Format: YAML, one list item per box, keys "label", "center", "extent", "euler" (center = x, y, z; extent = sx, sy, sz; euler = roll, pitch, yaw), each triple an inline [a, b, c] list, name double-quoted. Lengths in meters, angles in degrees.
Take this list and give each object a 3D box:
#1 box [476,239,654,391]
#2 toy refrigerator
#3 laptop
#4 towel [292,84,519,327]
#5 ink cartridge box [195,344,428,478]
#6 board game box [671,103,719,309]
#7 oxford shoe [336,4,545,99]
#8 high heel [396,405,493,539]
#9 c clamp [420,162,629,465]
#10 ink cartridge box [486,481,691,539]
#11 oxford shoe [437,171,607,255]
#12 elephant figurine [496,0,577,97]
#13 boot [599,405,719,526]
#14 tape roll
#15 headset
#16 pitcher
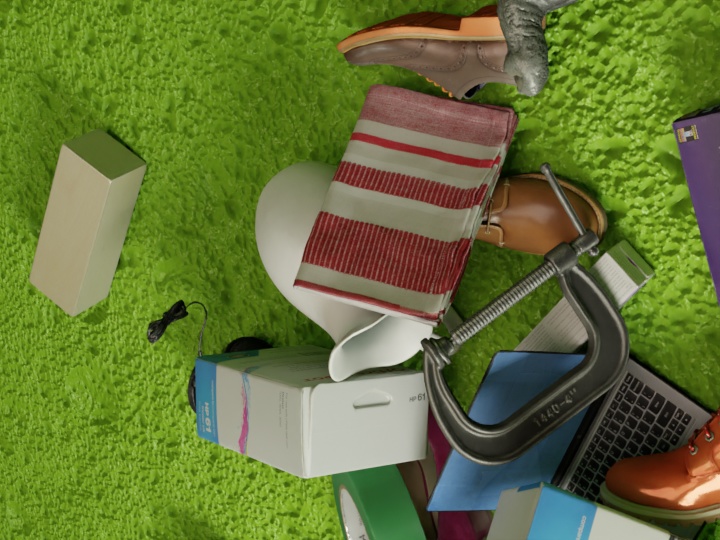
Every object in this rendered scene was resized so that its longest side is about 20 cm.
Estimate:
- label: "box"
  center: [0.172, 0.056, 1.012]
  extent: [0.041, 0.039, 0.201]
  euler: [47, 130, 14]
- label: "toy refrigerator"
  center: [-0.312, -0.054, 1.347]
  extent: [0.075, 0.070, 0.202]
  euler: [35, 126, 15]
- label: "laptop"
  center: [0.188, 0.175, 0.995]
  extent: [0.199, 0.115, 0.189]
  euler: [36, 127, 23]
- label: "towel"
  center: [0.037, -0.061, 0.988]
  extent: [0.142, 0.202, 0.023]
  euler: [13, 160, 25]
- label: "ink cartridge box"
  center: [-0.048, 0.128, 1.110]
  extent: [0.199, 0.143, 0.086]
  euler: [5, 97, 54]
- label: "board game box"
  center: [0.329, -0.033, 0.840]
  extent: [0.164, 0.056, 0.203]
  euler: [-12, 99, 40]
- label: "oxford shoe"
  center: [0.065, -0.178, 0.992]
  extent: [0.198, 0.071, 0.074]
  euler: [5, 115, 37]
- label: "high heel"
  center: [0.047, 0.193, 1.128]
  extent: [0.067, 0.095, 0.202]
  euler: [-34, 85, 42]
- label: "c clamp"
  center: [0.124, 0.046, 0.929]
  extent: [0.171, 0.199, 0.027]
  euler: [50, 172, -7]
- label: "ink cartridge box"
  center: [0.206, 0.244, 0.935]
  extent: [0.197, 0.085, 0.145]
  euler: [21, 166, 0]
- label: "oxford shoe"
  center: [0.112, -0.047, 1.003]
  extent: [0.198, 0.071, 0.073]
  euler: [12, 113, 34]
- label: "elephant figurine"
  center: [0.144, -0.261, 0.857]
  extent: [0.202, 0.140, 0.155]
  euler: [58, 146, 14]
- label: "boot"
  center: [0.279, 0.137, 0.915]
  extent: [0.197, 0.075, 0.109]
  euler: [-10, 102, 18]
- label: "tape roll"
  center: [0.025, 0.273, 1.138]
  extent: [0.200, 0.047, 0.204]
  euler: [163, 91, -78]
- label: "headset"
  center: [-0.146, 0.122, 1.261]
  extent: [0.123, 0.094, 0.201]
  euler: [-28, 100, 41]
- label: "pitcher"
  center: [0.000, 0.000, 1.077]
  extent: [0.122, 0.170, 0.201]
  euler: [-52, 52, 28]
